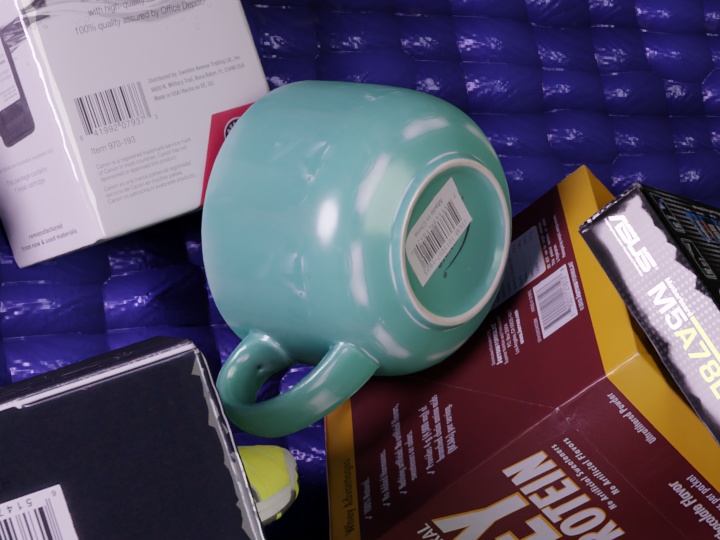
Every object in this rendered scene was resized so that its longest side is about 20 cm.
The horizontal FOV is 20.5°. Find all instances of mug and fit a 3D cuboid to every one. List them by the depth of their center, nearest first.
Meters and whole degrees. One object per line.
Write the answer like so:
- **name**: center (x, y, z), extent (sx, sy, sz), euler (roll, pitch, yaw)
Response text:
- **mug**: center (0.007, -0.005, 1.050), extent (0.152, 0.114, 0.186), euler (-3, 99, -47)

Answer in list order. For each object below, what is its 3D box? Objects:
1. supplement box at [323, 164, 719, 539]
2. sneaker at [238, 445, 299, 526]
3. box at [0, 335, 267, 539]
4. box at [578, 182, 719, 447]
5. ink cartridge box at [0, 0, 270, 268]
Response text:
- **supplement box**: center (0.097, 0.089, 1.089), extent (0.133, 0.200, 0.197), euler (44, 20, -25)
- **sneaker**: center (-0.112, 0.109, 1.028), extent (0.200, 0.075, 0.077), euler (-9, 87, -44)
- **box**: center (-0.153, 0.114, 0.858), extent (0.199, 0.197, 0.124), euler (-18, 93, -9)
- **box**: center (0.208, 0.051, 1.036), extent (0.193, 0.047, 0.200), euler (56, 19, 18)
- **ink cartridge box**: center (-0.138, -0.120, 1.058), extent (0.145, 0.083, 0.201), euler (-21, 94, -42)
